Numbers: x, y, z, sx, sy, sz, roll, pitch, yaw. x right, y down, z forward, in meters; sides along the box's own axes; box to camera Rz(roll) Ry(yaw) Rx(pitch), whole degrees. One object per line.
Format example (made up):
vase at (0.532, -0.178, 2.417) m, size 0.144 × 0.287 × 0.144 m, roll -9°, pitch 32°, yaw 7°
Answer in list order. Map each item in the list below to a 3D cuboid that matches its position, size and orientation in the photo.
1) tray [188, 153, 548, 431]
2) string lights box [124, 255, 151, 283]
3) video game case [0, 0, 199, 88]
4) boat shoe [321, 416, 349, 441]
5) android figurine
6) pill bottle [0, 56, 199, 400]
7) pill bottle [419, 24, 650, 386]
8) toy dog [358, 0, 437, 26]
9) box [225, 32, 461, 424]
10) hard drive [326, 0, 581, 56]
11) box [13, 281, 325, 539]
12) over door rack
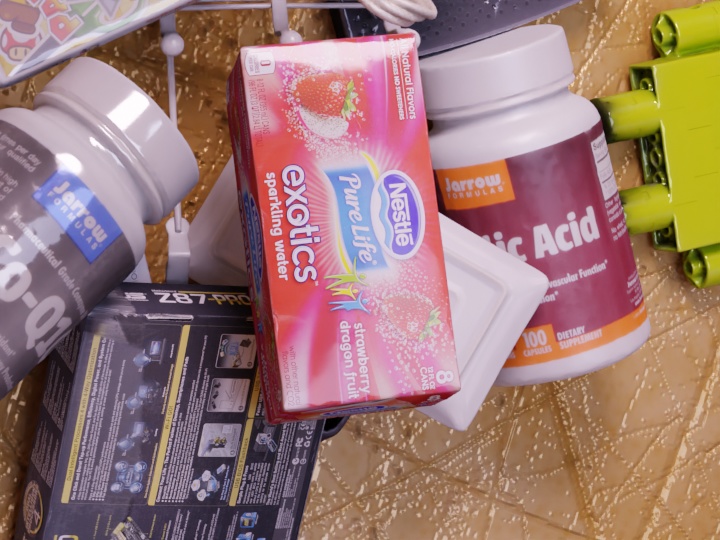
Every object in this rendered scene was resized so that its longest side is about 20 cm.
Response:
tray at (0.000, 0.000, 1.723) m, size 0.200 × 0.022 × 0.107 m, roll 30°, pitch 86°, yaw 2°
string lights box at (-0.223, 0.001, 1.652) m, size 0.200 × 0.059 × 0.103 m, roll -20°, pitch 104°, yaw -26°
video game case at (-0.158, -0.227, 1.634) m, size 0.182 × 0.023 × 0.200 m, roll -25°, pitch 88°, yaw -7°
boat shoe at (-0.005, 0.009, 1.767) m, size 0.072 × 0.065 × 0.200 m, roll 20°, pitch 83°, yaw -28°
android figurine at (0.239, -0.084, 1.908) m, size 0.200 × 0.041 × 0.182 m, roll -15°, pitch 100°, yaw -26°
pill bottle at (-0.187, -0.013, 1.572) m, size 0.200 × 0.114 × 0.114 m, roll -46°, pitch 112°, yaw -17°
pill bottle at (0.100, -0.040, 1.794) m, size 0.114 × 0.114 × 0.200 m, roll -21°, pitch 103°, yaw -26°
toy dog at (0.018, -0.223, 1.646) m, size 0.132 × 0.200 × 0.096 m, roll 33°, pitch 112°, yaw 0°
box at (-0.011, -0.022, 1.610) m, size 0.100 × 0.095 × 0.200 m, roll -6°, pitch 84°, yaw -9°
hard drive at (0.060, -0.209, 1.802) m, size 0.200 × 0.042 × 0.135 m, roll -21°, pitch 102°, yaw -24°
box at (-0.105, 0.106, 1.688) m, size 0.161 × 0.049 × 0.200 m, roll 1°, pitch 115°, yaw -27°
over door rack at (-0.040, -0.095, 1.691) m, size 0.148 × 0.067 × 0.200 m, roll -2°, pitch 75°, yaw -6°
